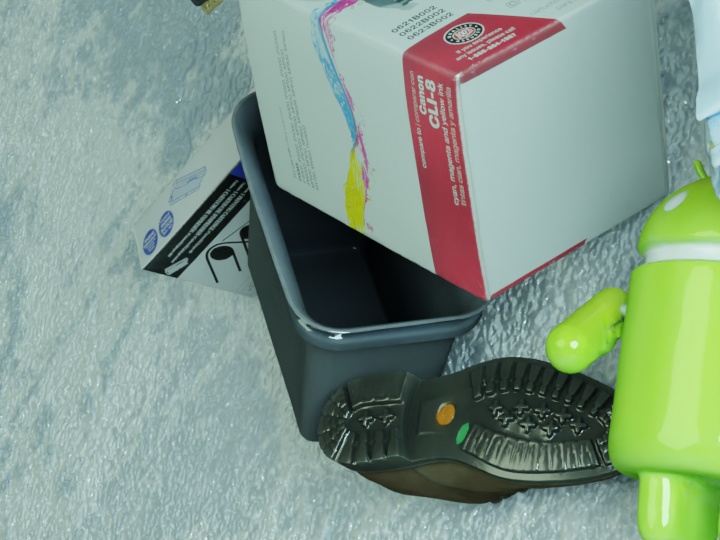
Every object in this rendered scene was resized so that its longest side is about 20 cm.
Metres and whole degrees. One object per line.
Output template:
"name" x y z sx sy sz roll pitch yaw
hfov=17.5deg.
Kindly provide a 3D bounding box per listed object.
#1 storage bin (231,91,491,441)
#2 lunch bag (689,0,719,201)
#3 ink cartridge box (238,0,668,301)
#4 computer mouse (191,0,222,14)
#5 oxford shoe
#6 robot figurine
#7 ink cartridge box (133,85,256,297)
"storage bin" 0.000 0.000 1.436 0.135 0.145 0.201 101 156 -48
"lunch bag" 0.230 -0.106 1.079 0.127 0.199 0.170 -32 53 45
"ink cartridge box" 0.050 -0.105 1.309 0.200 0.145 0.145 29 140 45
"computer mouse" -0.032 -0.159 1.446 0.140 0.200 0.046 -7 70 24
"oxford shoe" 0.080 0.097 1.335 0.199 0.084 0.073 0 62 36
"robot figurine" 0.187 0.043 1.158 0.175 0.116 0.201 4 79 32
"ink cartridge box" -0.059 -0.064 1.558 0.200 0.094 0.044 -46 44 36
